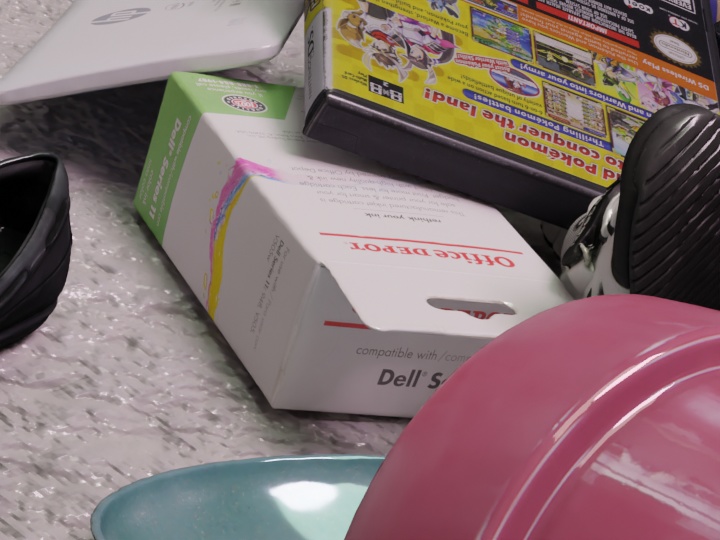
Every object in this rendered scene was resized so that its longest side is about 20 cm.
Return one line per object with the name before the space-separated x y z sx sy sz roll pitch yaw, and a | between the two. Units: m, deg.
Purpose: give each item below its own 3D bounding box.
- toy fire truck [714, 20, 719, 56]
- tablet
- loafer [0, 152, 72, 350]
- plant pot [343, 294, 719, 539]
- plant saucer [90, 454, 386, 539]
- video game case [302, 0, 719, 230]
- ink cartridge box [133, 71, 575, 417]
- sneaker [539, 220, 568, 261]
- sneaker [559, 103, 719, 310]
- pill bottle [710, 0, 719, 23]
toy fire truck | 0.273 -0.046 1.321 0.199 0.130 0.176 19 22 23
tablet | -0.086 -0.112 1.204 0.129 0.014 0.200 -9 16 9
loafer | -0.162 0.007 0.932 0.068 0.071 0.200 26 26 15
plant pot | 0.114 0.120 0.695 0.199 0.202 0.178 -4 13 -40
plant saucer | 0.012 0.099 0.856 0.198 0.036 0.200 3 10 0
video game case | 0.068 -0.093 1.141 0.199 0.026 0.182 19 41 -19
ink cartridge box | 0.000 0.000 1.066 0.116 0.068 0.200 5 28 -30
sneaker | 0.186 -0.020 1.213 0.199 0.090 0.079 15 25 -16
sneaker | 0.107 -0.003 1.034 0.074 0.201 0.088 -39 58 -18
pill bottle | 0.085 -0.126 1.307 0.115 0.116 0.199 35 30 30
